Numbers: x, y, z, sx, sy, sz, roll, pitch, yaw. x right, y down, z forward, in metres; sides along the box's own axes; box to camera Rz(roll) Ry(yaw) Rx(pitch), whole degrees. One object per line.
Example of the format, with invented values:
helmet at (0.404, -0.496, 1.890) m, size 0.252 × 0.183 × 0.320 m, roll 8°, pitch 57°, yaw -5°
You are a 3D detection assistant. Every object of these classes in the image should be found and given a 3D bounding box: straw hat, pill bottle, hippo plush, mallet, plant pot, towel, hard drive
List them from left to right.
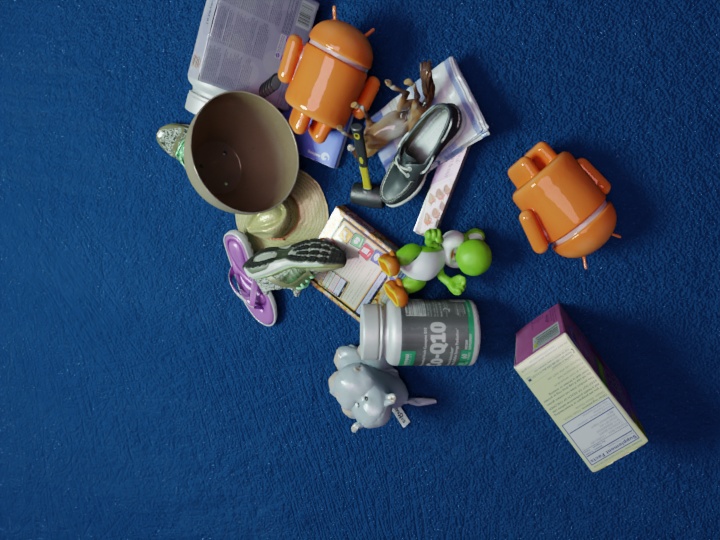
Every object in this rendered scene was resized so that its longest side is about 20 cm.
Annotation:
pill bottle at (-0.244, -0.374, 1.033) m, size 0.112 × 0.114 × 0.203 m, roll 24°, pitch 107°, yaw 11°
plant pot at (-0.225, -0.190, 1.002) m, size 0.133 × 0.198 × 0.205 m, roll -6°, pitch 101°, yaw 52°
straw hat at (-0.166, -0.101, 1.076) m, size 0.197 × 0.085 × 0.206 m, roll 3°, pitch 102°, yaw 15°
hard drive at (-0.071, -0.305, 1.041) m, size 0.130 × 0.025 × 0.204 m, roll 23°, pitch 106°, yaw 11°
mallet at (-0.003, -0.175, 0.974) m, size 0.065 × 0.201 × 0.042 m, roll 8°, pitch 62°, yaw 20°
hippo plush at (0.008, 0.236, 1.049) m, size 0.159 × 0.161 × 0.201 m, roll -41°, pitch 87°, yaw 19°
pill bottle at (0.099, 0.106, 0.994) m, size 0.195 × 0.113 × 0.116 m, roll 0°, pitch 101°, yaw -3°
towel at (0.106, -0.244, 0.973) m, size 0.198 × 0.024 × 0.149 m, roll -29°, pitch 79°, yaw 30°

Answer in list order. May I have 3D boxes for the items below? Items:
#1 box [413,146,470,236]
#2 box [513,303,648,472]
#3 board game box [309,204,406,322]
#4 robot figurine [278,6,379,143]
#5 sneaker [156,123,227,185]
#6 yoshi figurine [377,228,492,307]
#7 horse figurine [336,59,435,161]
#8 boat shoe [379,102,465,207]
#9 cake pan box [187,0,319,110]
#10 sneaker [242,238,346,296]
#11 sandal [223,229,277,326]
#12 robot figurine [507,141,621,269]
box at (0.146, -0.155, 0.997) m, size 0.038 × 0.041 × 0.203 m, roll 23°, pitch 107°, yaw 12°
box at (0.347, 0.179, 0.929) m, size 0.096 × 0.176 × 0.201 m, roll -37°, pitch 89°, yaw 20°
board game box at (0.000, 0.000, 1.067) m, size 0.199 × 0.046 × 0.153 m, roll 38°, pitch 109°, yaw 7°
robot figurine at (-0.050, -0.317, 0.951) m, size 0.142 × 0.116 × 0.203 m, roll 31°, pitch 108°, yaw 14°
sneaker at (-0.317, -0.219, 1.097) m, size 0.198 × 0.089 × 0.078 m, roll 32°, pitch 108°, yaw 9°
yoshi figurine at (0.136, -0.013, 0.958) m, size 0.197 × 0.113 × 0.113 m, roll -23°, pitch 70°, yaw -15°
horse figurine at (0.049, -0.250, 0.939) m, size 0.198 × 0.132 × 0.051 m, roll -32°, pitch 62°, yaw 17°
boat shoe at (0.088, -0.189, 0.939) m, size 0.076 × 0.060 × 0.201 m, roll 44°, pitch 114°, yaw 21°
cake pan box at (-0.175, -0.392, 0.963) m, size 0.052 × 0.182 × 0.203 m, roll 34°, pitch 112°, yaw 41°
sneaker at (-0.112, 0.002, 1.048) m, size 0.196 × 0.077 × 0.090 m, roll -5°, pitch 125°, yaw 21°
sandal at (-0.225, 0.023, 1.118) m, size 0.081 × 0.050 × 0.206 m, roll -6°, pitch 111°, yaw 39°
robot figurine at (0.321, -0.104, 0.915) m, size 0.201 × 0.143 × 0.116 m, roll 50°, pitch 131°, yaw 2°
